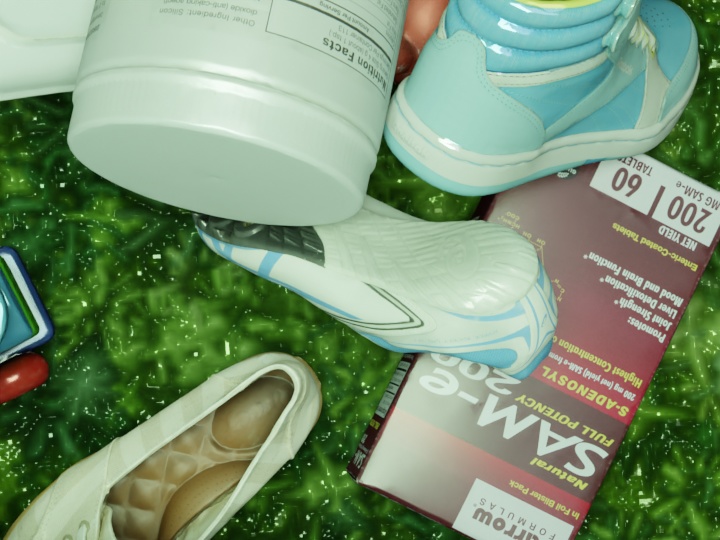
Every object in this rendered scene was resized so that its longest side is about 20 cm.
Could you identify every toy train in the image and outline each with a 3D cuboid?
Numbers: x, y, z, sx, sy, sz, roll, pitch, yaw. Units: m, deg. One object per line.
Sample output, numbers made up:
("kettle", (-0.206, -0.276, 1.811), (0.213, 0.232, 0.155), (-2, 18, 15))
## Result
("toy train", (-0.240, 0.052, 0.774), (0.200, 0.116, 0.085), (-26, 91, -6))

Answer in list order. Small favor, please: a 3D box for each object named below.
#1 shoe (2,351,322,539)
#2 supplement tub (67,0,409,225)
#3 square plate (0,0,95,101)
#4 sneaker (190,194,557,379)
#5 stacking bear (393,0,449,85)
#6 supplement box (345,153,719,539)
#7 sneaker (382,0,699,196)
("shoe", (-0.101, 0.108, 0.817), (0.200, 0.053, 0.070), (-41, 93, -5))
("supplement tub", (-0.042, -0.132, 0.737), (0.132, 0.132, 0.200), (13, 77, -5))
("square plate", (-0.125, -0.178, 0.763), (0.200, 0.028, 0.198), (-14, 99, -49))
("sneaker", (0.000, 0.000, 0.789), (0.072, 0.200, 0.073), (-43, 136, -32))
("stacking bear", (0.068, -0.174, 0.818), (0.114, 0.121, 0.200), (37, 94, -4))
("supplement box", (0.085, 0.033, 0.834), (0.109, 0.061, 0.200), (26, 87, -3))
("sneaker", (0.106, -0.113, 0.755), (0.080, 0.131, 0.200), (43, 43, 20))
